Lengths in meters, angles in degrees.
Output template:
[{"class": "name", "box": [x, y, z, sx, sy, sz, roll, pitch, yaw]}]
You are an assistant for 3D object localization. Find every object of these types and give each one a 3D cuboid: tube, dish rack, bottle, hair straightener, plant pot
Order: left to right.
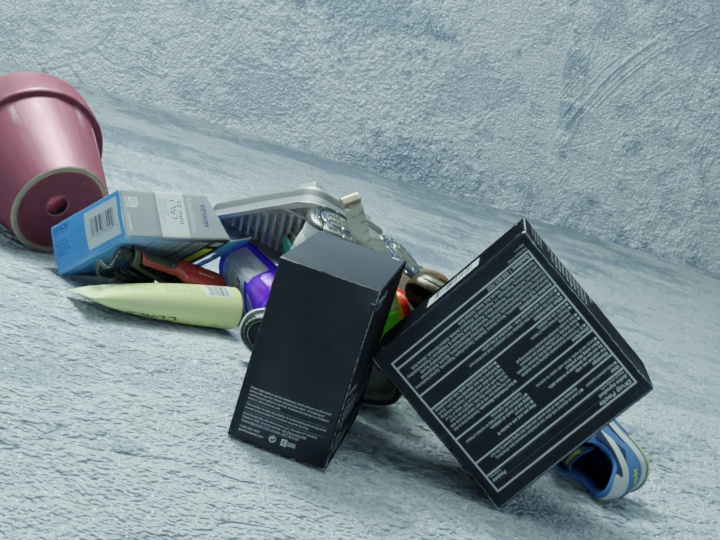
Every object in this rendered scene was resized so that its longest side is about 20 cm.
[{"class": "plant pot", "box": [-0.411, -0.125, 1.666, 0.199, 0.201, 0.179, 9, 30, -40]}, {"class": "hair straightener", "box": [-0.246, 0.016, 1.552, 0.199, 0.077, 0.041, 18, 42, -55]}, {"class": "tube", "box": [-0.235, 0.037, 1.511, 0.199, 0.058, 0.052, 8, 50, -34]}, {"class": "bottle", "box": [-0.114, 0.035, 1.607, 0.065, 0.084, 0.200, -21, 30, -18]}, {"class": "dish rack", "box": [-0.079, -0.060, 1.640, 0.199, 0.044, 0.171, -8, -25, 37]}]

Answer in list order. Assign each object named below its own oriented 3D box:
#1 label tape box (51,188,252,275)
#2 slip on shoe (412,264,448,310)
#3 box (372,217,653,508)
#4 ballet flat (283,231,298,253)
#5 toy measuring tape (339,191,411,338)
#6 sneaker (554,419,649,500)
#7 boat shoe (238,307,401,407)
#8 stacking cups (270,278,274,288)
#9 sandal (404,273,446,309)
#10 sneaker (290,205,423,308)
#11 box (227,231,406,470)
[{"class": "label tape box", "box": [-0.254, -0.043, 1.591, 0.143, 0.067, 0.199, -24, -14, 39]}, {"class": "slip on shoe", "box": [0.055, 0.026, 1.609, 0.060, 0.077, 0.200, 3, 1, 21]}, {"class": "box", "box": [0.151, 0.091, 1.307, 0.199, 0.200, 0.123, 50, 11, -2]}, {"class": "ballet flat", "box": [-0.066, 0.000, 1.652, 0.067, 0.069, 0.200, -14, -20, -12]}, {"class": "toy measuring tape", "box": [0.009, 0.012, 1.424, 0.073, 0.202, 0.074, -17, 9, 3]}, {"class": "sneaker", "box": [0.232, 0.172, 1.442, 0.200, 0.074, 0.082, 45, 34, 17]}, {"class": "boat shoe", "box": [-0.043, 0.096, 1.457, 0.198, 0.076, 0.060, 18, 5, -2]}, {"class": "stacking cups", "box": [-0.039, 0.021, 1.556, 0.060, 0.061, 0.200, 23, 15, 23]}, {"class": "sandal", "box": [0.140, 0.055, 1.412, 0.199, 0.055, 0.082, 31, -31, -2]}, {"class": "sneaker", "box": [0.000, 0.000, 1.486, 0.199, 0.087, 0.075, 28, 22, -28]}, {"class": "box", "box": [-0.039, 0.072, 1.299, 0.103, 0.184, 0.200, 19, 11, 5]}]
